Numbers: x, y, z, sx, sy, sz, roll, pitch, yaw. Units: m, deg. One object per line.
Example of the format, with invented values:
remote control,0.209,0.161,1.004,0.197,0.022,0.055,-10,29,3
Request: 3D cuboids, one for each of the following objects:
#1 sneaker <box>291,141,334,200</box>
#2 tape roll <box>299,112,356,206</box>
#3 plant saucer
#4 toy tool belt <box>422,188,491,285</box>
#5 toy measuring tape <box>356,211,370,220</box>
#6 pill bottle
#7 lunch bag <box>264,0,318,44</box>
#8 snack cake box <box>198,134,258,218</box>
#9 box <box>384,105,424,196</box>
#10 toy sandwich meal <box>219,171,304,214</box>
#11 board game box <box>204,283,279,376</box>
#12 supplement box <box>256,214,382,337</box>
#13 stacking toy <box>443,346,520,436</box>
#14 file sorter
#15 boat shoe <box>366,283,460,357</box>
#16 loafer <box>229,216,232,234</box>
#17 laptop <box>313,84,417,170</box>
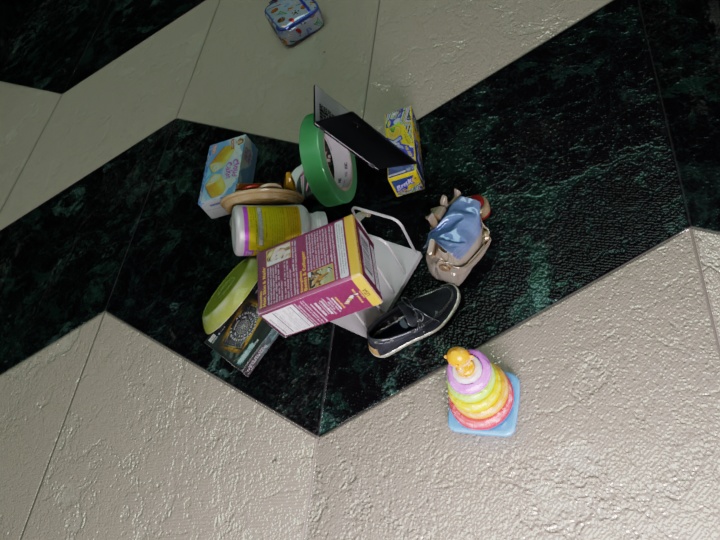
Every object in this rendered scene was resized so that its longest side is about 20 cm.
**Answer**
sneaker,-0.089,-0.246,1.445,0.085,0.080,0.203,22,78,24
tape roll,-0.067,-0.244,1.336,0.047,0.201,0.204,-10,53,21
plant saucer,-0.273,0.043,1.289,0.200,0.031,0.201,-44,19,18
toy tool belt,0.184,-0.084,1.146,0.123,0.123,0.202,15,65,34
toy measuring tape,-0.036,-0.051,1.292,0.072,0.075,0.200,13,42,33
pill bottle,-0.171,-0.086,1.299,0.195,0.105,0.106,-3,48,-17
lunch bag,-0.201,-0.782,1.867,0.158,0.076,0.202,-31,50,2
snack cake box,-0.335,-0.241,1.562,0.113,0.067,0.204,-13,53,19
box,0.096,-0.265,1.357,0.069,0.065,0.204,-14,53,18
toy sandwich meal,-0.215,-0.167,1.340,0.201,0.204,0.072,-9,80,21
board game box,-0.211,0.097,1.234,0.134,0.028,0.202,27,74,37
supplement box,-0.074,0.013,1.063,0.196,0.103,0.133,-19,53,16
stacking toy,0.168,0.165,0.929,0.114,0.201,0.112,-2,56,26
file sorter,0.000,0.000,1.183,0.137,0.125,0.202,19,68,36
boat shoe,0.095,0.085,1.115,0.198,0.063,0.075,-32,48,1
loafer,-0.241,-0.066,1.388,0.198,0.070,0.075,32,75,38
laptop,0.007,-0.303,1.262,0.115,0.186,0.203,-34,43,32
